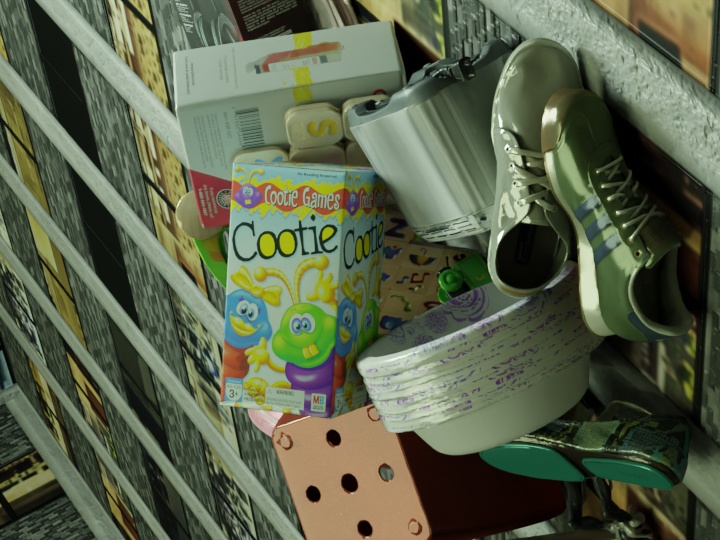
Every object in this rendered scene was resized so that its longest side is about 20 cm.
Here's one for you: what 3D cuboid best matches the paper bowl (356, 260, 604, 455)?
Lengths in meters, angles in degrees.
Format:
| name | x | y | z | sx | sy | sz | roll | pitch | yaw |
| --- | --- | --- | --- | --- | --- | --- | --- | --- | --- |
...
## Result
| name | x | y | z | sx | sy | sz | roll | pitch | yaw |
| --- | --- | --- | --- | --- | --- | --- | --- | --- | --- |
| paper bowl | 0.105 | 0.077 | 1.537 | 0.105 | 0.200 | 0.200 | 66 | 160 | -7 |

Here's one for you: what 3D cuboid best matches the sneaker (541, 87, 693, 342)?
| name | x | y | z | sx | sy | sz | roll | pitch | yaw |
| --- | --- | --- | --- | --- | --- | --- | --- | --- | --- |
| sneaker | 0.197 | -0.036 | 1.380 | 0.090 | 0.067 | 0.201 | 14 | 126 | 49 |

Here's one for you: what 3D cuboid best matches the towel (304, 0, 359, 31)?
| name | x | y | z | sx | sy | sz | roll | pitch | yaw |
| --- | --- | --- | --- | --- | --- | --- | --- | --- | --- |
| towel | -0.052 | -0.230 | 1.804 | 0.192 | 0.032 | 0.200 | 66 | 160 | -7 |

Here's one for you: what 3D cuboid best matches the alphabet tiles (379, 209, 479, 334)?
| name | x | y | z | sx | sy | sz | roll | pitch | yaw |
| --- | --- | --- | --- | --- | --- | --- | --- | --- | --- |
| alphabet tiles | 0.000 | 0.000 | 1.724 | 0.168 | 0.199 | 0.008 | 112 | 161 | -47 |

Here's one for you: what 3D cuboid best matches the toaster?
| name | x | y | z | sx | sy | sz | roll | pitch | yaw |
| --- | --- | --- | --- | --- | --- | --- | --- | --- | --- |
| toaster | 0.081 | -0.102 | 1.511 | 0.130 | 0.113 | 0.200 | 62 | 159 | -7 |

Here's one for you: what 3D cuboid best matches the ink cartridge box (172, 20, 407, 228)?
| name | x | y | z | sx | sy | sz | roll | pitch | yaw |
| --- | --- | --- | --- | --- | --- | --- | --- | --- | --- |
| ink cartridge box | -0.056 | -0.129 | 1.676 | 0.084 | 0.199 | 0.146 | -99 | 1 | -46 |

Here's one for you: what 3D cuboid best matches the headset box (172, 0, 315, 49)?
| name | x | y | z | sx | sy | sz | roll | pitch | yaw |
| --- | --- | --- | --- | --- | --- | --- | --- | --- | --- |
| headset box | -0.116 | -0.253 | 1.774 | 0.149 | 0.077 | 0.201 | 21 | 136 | 60 |

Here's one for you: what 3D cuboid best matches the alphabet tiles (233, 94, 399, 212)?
| name | x | y | z | sx | sy | sz | roll | pitch | yaw |
| --- | --- | --- | --- | --- | --- | --- | --- | --- | --- |
| alphabet tiles | -0.009 | -0.070 | 1.671 | 0.201 | 0.194 | 0.015 | 83 | 179 | -45 |

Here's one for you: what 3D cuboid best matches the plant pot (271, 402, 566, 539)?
| name | x | y | z | sx | sy | sz | roll | pitch | yaw |
| --- | --- | --- | --- | --- | --- | --- | --- | --- | --- |
| plant pot | 0.035 | 0.170 | 1.718 | 0.199 | 0.176 | 0.201 | -20 | 88 | 35 |

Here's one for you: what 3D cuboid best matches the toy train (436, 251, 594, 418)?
| name | x | y | z | sx | sy | sz | roll | pitch | yaw |
| --- | --- | --- | --- | --- | --- | --- | --- | --- | --- |
| toy train | 0.136 | 0.068 | 1.665 | 0.200 | 0.056 | 0.042 | 55 | 165 | 23 |

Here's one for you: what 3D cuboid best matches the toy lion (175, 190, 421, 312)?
| name | x | y | z | sx | sy | sz | roll | pitch | yaw |
| --- | --- | --- | --- | --- | --- | --- | --- | --- | --- |
| toy lion | -0.047 | -0.033 | 1.794 | 0.192 | 0.199 | 0.069 | 59 | -173 | -2 |

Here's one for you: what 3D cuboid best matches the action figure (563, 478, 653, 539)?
| name | x | y | z | sx | sy | sz | roll | pitch | yaw |
| --- | --- | --- | --- | --- | --- | --- | --- | --- | --- |
| action figure | 0.216 | 0.248 | 1.627 | 0.201 | 0.102 | 0.119 | 63 | 149 | 5 |

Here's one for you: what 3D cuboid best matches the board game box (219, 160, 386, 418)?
| name | x | y | z | sx | sy | sz | roll | pitch | yaw |
| --- | --- | --- | --- | --- | --- | --- | --- | --- | --- |
| board game box | -0.045 | 0.013 | 1.577 | 0.102 | 0.105 | 0.201 | 5 | 96 | 20 |

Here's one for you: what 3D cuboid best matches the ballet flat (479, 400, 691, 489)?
| name | x | y | z | sx | sy | sz | roll | pitch | yaw |
| --- | --- | --- | --- | --- | --- | --- | --- | --- | --- |
| ballet flat | 0.187 | 0.137 | 1.547 | 0.199 | 0.074 | 0.075 | 4 | 122 | 41 |

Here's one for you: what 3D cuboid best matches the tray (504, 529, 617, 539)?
| name | x | y | z | sx | sy | sz | roll | pitch | yaw |
| --- | --- | --- | --- | --- | --- | --- | --- | --- | --- |
| tray | 0.141 | 0.267 | 1.721 | 0.108 | 0.199 | 0.022 | 98 | 163 | -58 |

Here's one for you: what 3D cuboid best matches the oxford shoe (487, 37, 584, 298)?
| name | x | y | z | sx | sy | sz | roll | pitch | yaw |
| --- | --- | --- | --- | --- | --- | --- | --- | --- | --- |
| oxford shoe | 0.132 | -0.071 | 1.410 | 0.058 | 0.075 | 0.201 | -89 | 5 | -75 |

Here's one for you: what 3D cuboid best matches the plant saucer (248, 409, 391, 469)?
| name | x | y | z | sx | sy | sz | roll | pitch | yaw |
| --- | --- | --- | --- | --- | --- | --- | --- | --- | --- |
| plant saucer | -0.017 | 0.148 | 1.998 | 0.200 | 0.200 | 0.051 | 35 | 116 | 53 |

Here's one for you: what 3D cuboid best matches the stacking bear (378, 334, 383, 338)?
| name | x | y | z | sx | sy | sz | roll | pitch | yaw |
| --- | --- | --- | --- | --- | --- | --- | --- | --- | --- |
| stacking bear | -0.017 | 0.021 | 1.917 | 0.113 | 0.122 | 0.201 | 21 | 143 | 13 |
